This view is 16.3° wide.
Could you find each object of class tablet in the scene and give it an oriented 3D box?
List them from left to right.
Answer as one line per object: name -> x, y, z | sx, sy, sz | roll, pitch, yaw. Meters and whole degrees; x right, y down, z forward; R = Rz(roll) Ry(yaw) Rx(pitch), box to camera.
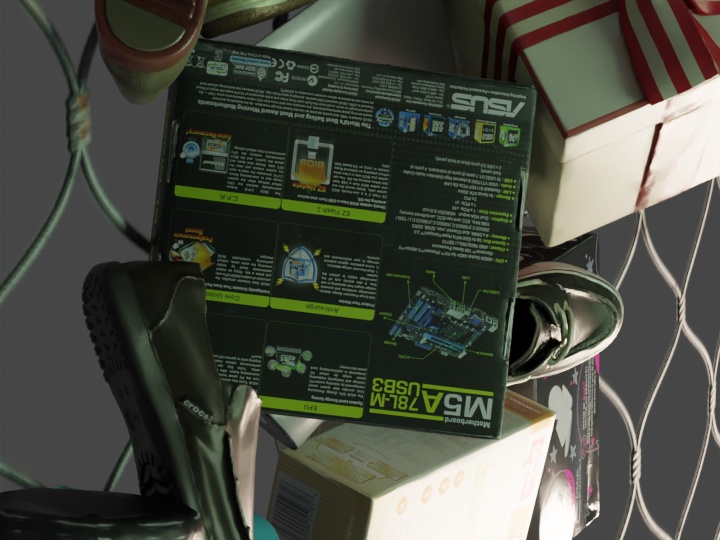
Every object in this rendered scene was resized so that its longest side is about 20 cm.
tablet -> -0.018, -0.092, 1.435 | 0.200, 0.014, 0.131 | -39, 131, -31

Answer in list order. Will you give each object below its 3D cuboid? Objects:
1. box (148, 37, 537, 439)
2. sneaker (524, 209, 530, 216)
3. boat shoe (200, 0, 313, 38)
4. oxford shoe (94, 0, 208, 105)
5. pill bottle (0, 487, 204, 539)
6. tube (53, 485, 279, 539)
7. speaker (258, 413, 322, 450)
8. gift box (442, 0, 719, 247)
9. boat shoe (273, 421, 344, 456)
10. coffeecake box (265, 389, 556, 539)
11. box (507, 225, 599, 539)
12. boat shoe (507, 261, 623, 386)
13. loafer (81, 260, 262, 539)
box -> -0.013, -0.015, 1.341 | 0.048, 0.198, 0.195 | 179, -83, -79
sneaker -> 0.062, -0.062, 1.547 | 0.200, 0.075, 0.079 | -27, 109, -64
boat shoe -> -0.051, -0.186, 1.384 | 0.200, 0.071, 0.077 | -52, 127, -64
oxford shoe -> -0.099, -0.179, 1.278 | 0.075, 0.070, 0.201 | 110, -5, -65
pill bottle -> -0.135, 0.210, 1.193 | 0.112, 0.111, 0.202 | -2, 96, -67
tube -> -0.111, 0.153, 1.334 | 0.200, 0.050, 0.078 | 9, 79, -62
speaker -> 0.000, 0.000, 1.406 | 0.200, 0.081, 0.081 | -48, 147, -10
gift box -> 0.157, -0.154, 1.446 | 0.185, 0.199, 0.187 | 58, -11, 19
boat shoe -> -0.012, 0.052, 1.509 | 0.071, 0.069, 0.201 | -42, 132, -58
coffeecake box -> 0.024, 0.164, 1.521 | 0.200, 0.073, 0.154 | -19, 127, -52
box -> 0.078, 0.078, 1.654 | 0.115, 0.131, 0.202 | -27, 120, -60
boat shoe -> 0.094, 0.039, 1.511 | 0.199, 0.063, 0.071 | -6, 105, -39
loafer -> -0.077, 0.084, 1.268 | 0.071, 0.073, 0.201 | -19, 96, -20
